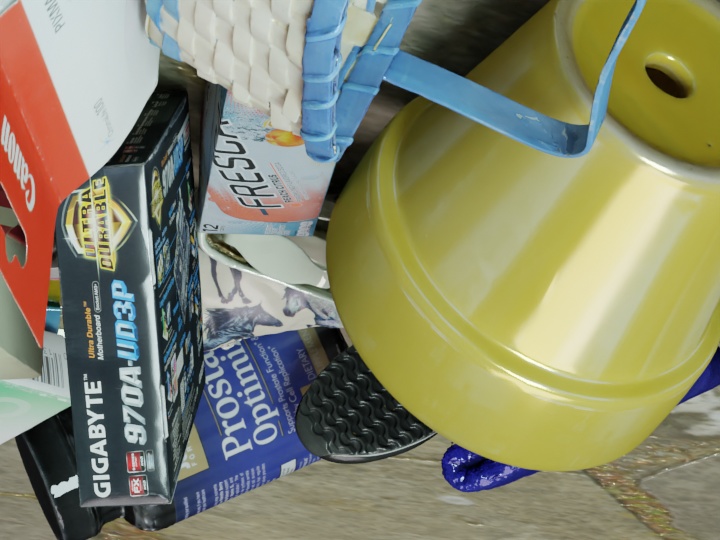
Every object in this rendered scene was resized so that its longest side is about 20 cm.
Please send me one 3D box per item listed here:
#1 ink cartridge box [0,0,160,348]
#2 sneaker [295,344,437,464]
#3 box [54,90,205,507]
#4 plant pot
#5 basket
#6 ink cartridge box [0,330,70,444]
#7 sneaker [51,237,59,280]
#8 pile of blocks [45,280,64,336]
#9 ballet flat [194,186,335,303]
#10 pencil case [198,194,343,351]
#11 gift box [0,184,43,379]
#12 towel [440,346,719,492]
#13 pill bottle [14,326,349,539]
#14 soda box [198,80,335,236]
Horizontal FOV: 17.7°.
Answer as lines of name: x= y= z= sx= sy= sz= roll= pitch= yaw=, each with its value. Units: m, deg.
ink cartridge box: x=-0.115 y=-0.090 z=0.942 sx=0.057 sy=0.202 sz=0.163 roll=-3 pitch=158 yaw=2
sneaker: x=0.043 y=0.062 z=1.389 sx=0.199 sy=0.070 sz=0.090 roll=-33 pitch=169 yaw=-22
box: x=-0.108 y=0.008 z=1.125 sx=0.046 sy=0.160 sz=0.200 roll=-3 pitch=-166 yaw=2
plant pot: x=0.108 y=-0.037 z=1.120 sx=0.199 sy=0.202 sz=0.189 roll=9 pitch=140 yaw=-23
basket: x=0.015 y=-0.121 z=0.928 sx=0.199 sy=0.140 sz=0.177 roll=27 pitch=158 yaw=6
ink cartridge box: x=-0.287 y=0.078 z=1.328 sx=0.199 sy=0.050 sz=0.160 roll=-31 pitch=148 yaw=32
sneaker: x=-0.209 y=-0.022 z=1.280 sx=0.198 sy=0.076 sz=0.105 roll=-1 pitch=163 yaw=0
pile of blocks: x=-0.182 y=0.035 z=1.404 sx=0.062 sy=0.083 sz=0.200 roll=5 pitch=156 yaw=-14
ballet flat: x=0.000 y=0.000 z=1.245 sx=0.199 sy=0.070 sz=0.070 roll=18 pitch=157 yaw=1
pencil case: x=-0.013 y=0.000 z=1.325 sx=0.198 sy=0.078 sz=0.090 roll=-5 pitch=131 yaw=9
gift box: x=-0.233 y=-0.048 z=1.085 sx=0.198 sy=0.186 sz=0.187 roll=-8 pitch=166 yaw=8
towel: x=0.133 y=0.077 z=1.369 sx=0.147 sy=0.050 sz=0.200 roll=-29 pitch=172 yaw=17
pill bottle: x=-0.105 y=0.091 z=1.413 sx=0.199 sy=0.112 sz=0.112 roll=-23 pitch=162 yaw=-15
soda box: x=-0.042 y=-0.083 z=1.134 sx=0.063 sy=0.069 sz=0.200 roll=2 pitch=159 yaw=-7
